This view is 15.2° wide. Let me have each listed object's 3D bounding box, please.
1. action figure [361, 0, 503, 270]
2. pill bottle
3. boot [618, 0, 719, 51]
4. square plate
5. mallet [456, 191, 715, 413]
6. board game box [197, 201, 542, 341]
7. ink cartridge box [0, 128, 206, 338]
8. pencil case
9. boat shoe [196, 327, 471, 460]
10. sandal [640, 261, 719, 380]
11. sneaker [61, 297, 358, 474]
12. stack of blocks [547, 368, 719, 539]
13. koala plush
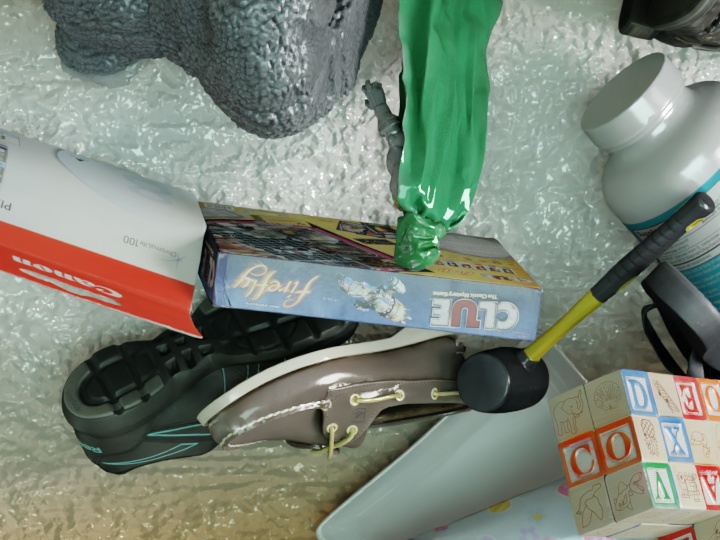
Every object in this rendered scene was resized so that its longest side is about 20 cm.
[{"bbox_3d":[0.041,-0.095,1.626,0.118,0.054,0.201,30,58,-48],"label":"action figure"},{"bbox_3d":[0.228,-0.042,1.699,0.111,0.111,0.200,-42,106,2],"label":"pill bottle"},{"bbox_3d":[0.257,-0.154,1.641,0.173,0.200,0.070,16,90,-6],"label":"boot"},{"bbox_3d":[0.103,0.170,1.771,0.200,0.028,0.198,-42,106,2],"label":"square plate"},{"bbox_3d":[0.136,0.021,1.656,0.200,0.066,0.041,-46,70,30],"label":"mallet"},{"bbox_3d":[0.000,0.000,1.657,0.199,0.136,0.035,7,103,-11],"label":"board game box"},{"bbox_3d":[-0.168,-0.029,1.587,0.159,0.200,0.048,20,100,-14],"label":"ink cartridge box"},{"bbox_3d":[0.104,0.190,1.717,0.199,0.083,0.091,-20,86,-4],"label":"pencil case"},{"bbox_3d":[-0.010,0.081,1.667,0.199,0.072,0.060,-15,76,-40],"label":"boat shoe"},{"bbox_3d":[0.200,0.042,1.687,0.043,0.200,0.076,-45,67,0],"label":"sandal"},{"bbox_3d":[-0.092,0.065,1.701,0.199,0.076,0.080,-22,135,-10],"label":"sneaker"},{"bbox_3d":[0.206,0.130,1.662,0.058,0.199,0.116,-25,69,34],"label":"stack of blocks"},{"bbox_3d":[-0.104,-0.170,1.581,0.199,0.185,0.178,8,145,14],"label":"koala plush"}]
